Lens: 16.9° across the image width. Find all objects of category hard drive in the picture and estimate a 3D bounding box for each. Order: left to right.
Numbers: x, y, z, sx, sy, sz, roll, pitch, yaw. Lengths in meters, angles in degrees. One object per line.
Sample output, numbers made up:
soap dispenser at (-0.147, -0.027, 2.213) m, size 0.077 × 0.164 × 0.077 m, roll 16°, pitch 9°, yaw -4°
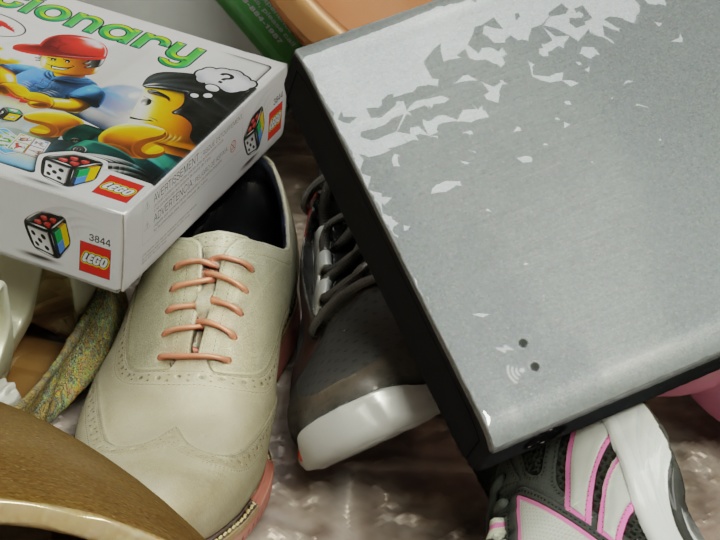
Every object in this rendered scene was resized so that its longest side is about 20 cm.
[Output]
hard drive at (0.095, -0.037, 0.764) m, size 0.199 × 0.033 × 0.140 m, roll -21°, pitch 73°, yaw -18°

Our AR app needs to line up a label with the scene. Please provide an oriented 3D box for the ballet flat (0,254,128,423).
ballet flat at (-0.125, 0.022, 0.833) m, size 0.070 × 0.071 × 0.200 m, roll 11°, pitch 30°, yaw 9°

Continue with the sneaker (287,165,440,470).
sneaker at (0.000, 0.000, 0.853) m, size 0.077 × 0.082 × 0.200 m, roll -25°, pitch 16°, yaw 17°

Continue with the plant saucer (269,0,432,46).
plant saucer at (0.037, -0.118, 0.934) m, size 0.200 × 0.037 × 0.201 m, roll 18°, pitch 45°, yaw -19°

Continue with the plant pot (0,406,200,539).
plant pot at (-0.108, 0.105, 0.595) m, size 0.186 × 0.187 × 0.200 m, roll -2°, pitch 18°, yaw -13°

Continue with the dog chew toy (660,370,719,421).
dog chew toy at (0.117, -0.008, 0.836) m, size 0.199 × 0.125 × 0.125 m, roll 13°, pitch 26°, yaw -24°

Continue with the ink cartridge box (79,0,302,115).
ink cartridge box at (-0.047, -0.148, 1.059) m, size 0.146 × 0.084 × 0.200 m, roll 49°, pitch 39°, yaw 1°

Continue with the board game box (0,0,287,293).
board game box at (-0.141, -0.062, 0.858) m, size 0.199 × 0.035 × 0.126 m, roll 18°, pitch 34°, yaw 16°

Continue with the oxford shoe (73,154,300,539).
oxford shoe at (-0.059, 0.027, 0.825) m, size 0.070 × 0.074 × 0.200 m, roll 6°, pitch 30°, yaw 1°

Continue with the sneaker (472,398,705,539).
sneaker at (0.061, 0.095, 0.733) m, size 0.086 × 0.081 × 0.200 m, roll -14°, pitch 29°, yaw -12°
